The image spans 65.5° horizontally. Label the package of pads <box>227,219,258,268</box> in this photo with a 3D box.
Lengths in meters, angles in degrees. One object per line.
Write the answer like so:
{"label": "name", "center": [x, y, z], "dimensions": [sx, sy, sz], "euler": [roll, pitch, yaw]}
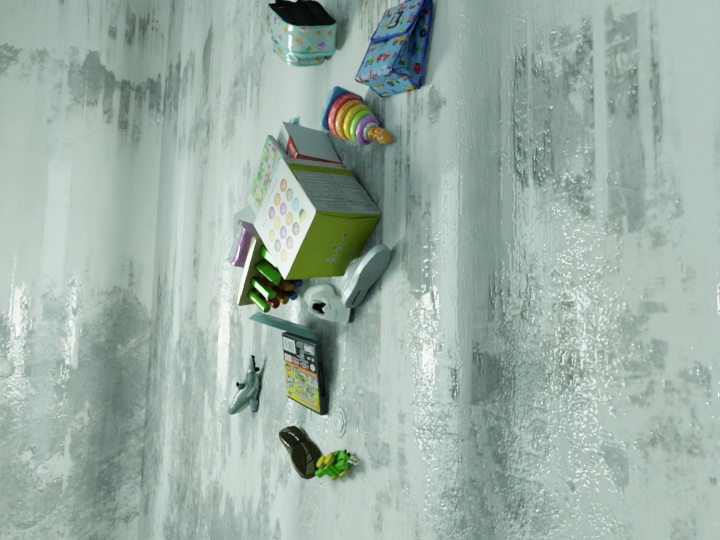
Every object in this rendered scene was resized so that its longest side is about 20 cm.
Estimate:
{"label": "package of pads", "center": [-0.271, -0.061, 1.598], "dimensions": [0.076, 0.195, 0.124], "euler": [44, 117, 54]}

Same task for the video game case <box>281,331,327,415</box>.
{"label": "video game case", "center": [-0.151, 0.269, 1.495], "dimensions": [0.198, 0.025, 0.188], "euler": [6, 102, 56]}

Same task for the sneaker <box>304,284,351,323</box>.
{"label": "sneaker", "center": [-0.099, 0.079, 1.419], "dimensions": [0.198, 0.085, 0.077], "euler": [17, 102, 57]}

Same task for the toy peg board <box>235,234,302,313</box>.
{"label": "toy peg board", "center": [-0.215, 0.016, 1.524], "dimensions": [0.097, 0.196, 0.205], "euler": [35, 116, 33]}

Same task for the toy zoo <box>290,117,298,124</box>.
{"label": "toy zoo", "center": [-0.228, -0.371, 1.731], "dimensions": [0.131, 0.020, 0.205], "euler": [46, 124, 49]}

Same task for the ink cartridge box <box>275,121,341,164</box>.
{"label": "ink cartridge box", "center": [-0.169, -0.264, 1.518], "dimensions": [0.203, 0.141, 0.147], "euler": [-59, 43, 34]}

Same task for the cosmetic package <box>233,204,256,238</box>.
{"label": "cosmetic package", "center": [-0.320, -0.153, 1.768], "dimensions": [0.198, 0.104, 0.094], "euler": [-19, 70, 55]}

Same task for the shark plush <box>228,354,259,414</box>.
{"label": "shark plush", "center": [-0.360, 0.370, 1.775], "dimensions": [0.091, 0.081, 0.204], "euler": [53, 128, 45]}

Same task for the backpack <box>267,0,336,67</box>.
{"label": "backpack", "center": [-0.155, -0.645, 1.528], "dimensions": [0.200, 0.171, 0.158], "euler": [48, 140, 46]}

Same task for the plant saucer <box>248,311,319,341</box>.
{"label": "plant saucer", "center": [-0.195, 0.144, 1.462], "dimensions": [0.198, 0.196, 0.028], "euler": [6, 76, 56]}

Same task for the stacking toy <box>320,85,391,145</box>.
{"label": "stacking toy", "center": [0.005, -0.342, 1.326], "dimensions": [0.199, 0.114, 0.112], "euler": [40, 113, 36]}

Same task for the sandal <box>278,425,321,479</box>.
{"label": "sandal", "center": [-0.161, 0.483, 1.470], "dimensions": [0.198, 0.080, 0.056], "euler": [29, 126, 52]}

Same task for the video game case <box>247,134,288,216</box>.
{"label": "video game case", "center": [-0.231, -0.216, 1.461], "dimensions": [0.183, 0.022, 0.204], "euler": [53, 130, 37]}

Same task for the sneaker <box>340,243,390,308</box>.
{"label": "sneaker", "center": [0.000, 0.000, 1.291], "dimensions": [0.201, 0.071, 0.072], "euler": [-54, 48, 38]}

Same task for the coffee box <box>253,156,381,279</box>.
{"label": "coffee box", "center": [-0.106, -0.121, 1.339], "dimensions": [0.200, 0.196, 0.202], "euler": [55, 129, 33]}

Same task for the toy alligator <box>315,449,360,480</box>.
{"label": "toy alligator", "center": [-0.047, 0.448, 1.324], "dimensions": [0.199, 0.059, 0.055], "euler": [-41, 13, 46]}

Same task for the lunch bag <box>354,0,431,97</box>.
{"label": "lunch bag", "center": [0.087, -0.505, 1.236], "dimensions": [0.149, 0.092, 0.206], "euler": [13, 85, 57]}
